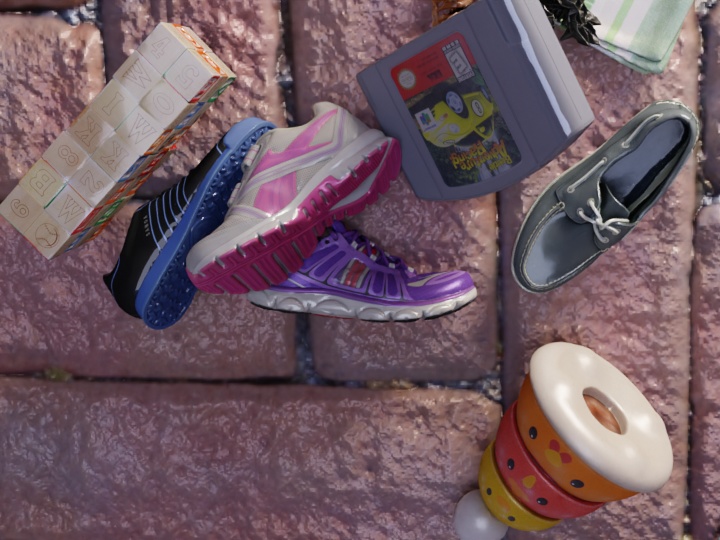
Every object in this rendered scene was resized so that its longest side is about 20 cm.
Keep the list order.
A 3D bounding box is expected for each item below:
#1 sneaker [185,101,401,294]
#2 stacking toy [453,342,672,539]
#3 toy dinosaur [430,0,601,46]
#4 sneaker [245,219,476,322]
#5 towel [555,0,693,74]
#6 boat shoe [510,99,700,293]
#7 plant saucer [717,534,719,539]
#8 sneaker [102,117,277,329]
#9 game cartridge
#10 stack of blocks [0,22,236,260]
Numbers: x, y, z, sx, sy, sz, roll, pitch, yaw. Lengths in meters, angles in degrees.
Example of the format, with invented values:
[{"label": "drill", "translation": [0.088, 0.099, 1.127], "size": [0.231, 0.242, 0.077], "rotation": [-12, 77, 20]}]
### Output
[{"label": "sneaker", "translation": [-0.065, -0.060, 0.881], "size": [0.199, 0.082, 0.088], "rotation": [-38, 64, -13]}, {"label": "stacking toy", "translation": [0.150, 0.173, 0.917], "size": [0.146, 0.146, 0.200], "rotation": [38, 118, -2]}, {"label": "toy dinosaur", "translation": [0.101, -0.179, 0.850], "size": [0.135, 0.103, 0.200], "rotation": [-7, 133, 40]}, {"label": "sneaker", "translation": [0.000, 0.000, 0.912], "size": [0.198, 0.081, 0.084], "rotation": [6, 91, 2]}, {"label": "towel", "translation": [0.182, -0.264, 0.868], "size": [0.199, 0.023, 0.154], "rotation": [24, 102, 1]}, {"label": "boat shoe", "translation": [0.197, -0.058, 0.885], "size": [0.073, 0.062, 0.200], "rotation": [43, 102, -3]}, {"label": "plant saucer", "translation": [0.352, 0.226, 0.947], "size": [0.069, 0.019, 0.202], "rotation": [21, 101, 2]}, {"label": "sneaker", "translation": [-0.147, -0.051, 0.919], "size": [0.078, 0.070, 0.201], "rotation": [31, 85, 35]}, {"label": "game cartridge", "translation": [0.083, -0.125, 0.832], "size": [0.041, 0.199, 0.134], "rotation": [-37, 100, -32]}, {"label": "stack of blocks", "translation": [-0.193, -0.107, 0.889], "size": [0.059, 0.115, 0.200], "rotation": [44, 101, -4]}]
